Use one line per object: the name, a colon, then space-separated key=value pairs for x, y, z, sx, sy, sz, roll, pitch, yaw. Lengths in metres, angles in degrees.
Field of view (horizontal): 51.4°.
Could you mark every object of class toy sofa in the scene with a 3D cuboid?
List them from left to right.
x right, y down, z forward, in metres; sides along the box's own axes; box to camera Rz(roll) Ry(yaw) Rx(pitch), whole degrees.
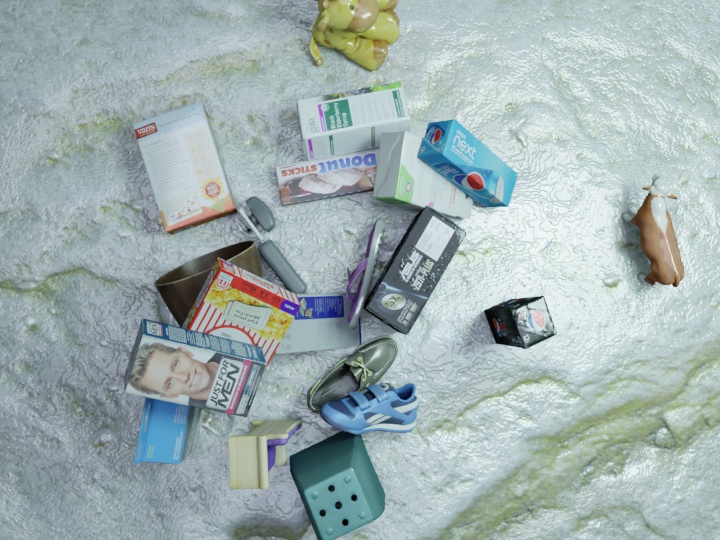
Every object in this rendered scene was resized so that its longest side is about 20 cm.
toy sofa: x=-0.156 y=0.307 z=1.269 sx=0.094 sy=0.200 sz=0.086 roll=-1 pitch=87 yaw=3

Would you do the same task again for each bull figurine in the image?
bull figurine: x=0.531 y=-0.069 z=1.352 sx=0.063 sy=0.121 sz=0.206 roll=-10 pitch=88 yaw=-3

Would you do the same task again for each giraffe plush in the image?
giraffe plush: x=-0.022 y=-0.462 z=1.329 sx=0.194 sy=0.162 sz=0.178 roll=-4 pitch=88 yaw=-3

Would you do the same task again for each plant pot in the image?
plant pot: x=-0.233 y=0.079 z=1.302 sx=0.183 sy=0.187 sz=0.205 roll=-21 pitch=103 yaw=-3
plant pot: x=-0.040 y=0.373 z=1.270 sx=0.138 sy=0.200 sz=0.144 roll=-24 pitch=88 yaw=-2

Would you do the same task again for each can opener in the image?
can opener: x=-0.158 y=-0.042 z=1.359 sx=0.066 sy=0.053 sz=0.202 roll=-34 pitch=89 yaw=-4

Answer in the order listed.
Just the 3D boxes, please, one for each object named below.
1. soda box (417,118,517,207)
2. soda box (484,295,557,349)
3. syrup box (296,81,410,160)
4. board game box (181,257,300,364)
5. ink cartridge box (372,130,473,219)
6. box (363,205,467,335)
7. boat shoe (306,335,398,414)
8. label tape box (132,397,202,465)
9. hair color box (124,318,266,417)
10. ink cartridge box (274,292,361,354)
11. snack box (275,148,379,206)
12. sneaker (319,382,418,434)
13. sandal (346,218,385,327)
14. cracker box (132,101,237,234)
soda box: x=0.192 y=-0.184 z=1.317 sx=0.198 sy=0.063 sz=0.070 roll=29 pitch=74 yaw=-38
soda box: x=0.273 y=0.088 z=1.295 sx=0.062 sy=0.200 sz=0.073 roll=-20 pitch=88 yaw=-5
syrup box: x=-0.013 y=-0.269 z=1.353 sx=0.194 sy=0.082 sz=0.081 roll=-10 pitch=68 yaw=-3
board game box: x=-0.208 y=0.102 z=1.207 sx=0.149 sy=0.046 sz=0.203 roll=25 pitch=103 yaw=-25
ink cartridge box: x=0.120 y=-0.165 z=1.341 sx=0.197 sy=0.066 sz=0.121 roll=12 pitch=85 yaw=-40
box: x=0.090 y=0.002 z=1.311 sx=0.085 sy=0.164 sz=0.203 roll=31 pitch=87 yaw=-1
boat shoe: x=-0.012 y=0.190 z=1.349 sx=0.199 sy=0.060 sz=0.073 roll=-36 pitch=89 yaw=-3
label tape box: x=-0.314 y=0.245 z=1.265 sx=0.061 sy=0.200 sz=0.149 roll=10 pitch=87 yaw=-1
hair color box: x=-0.253 y=0.152 z=1.152 sx=0.195 sy=0.061 sz=0.102 roll=16 pitch=105 yaw=-23
ink cartridge box: x=-0.082 y=0.092 z=1.330 sx=0.196 sy=0.039 sz=0.103 roll=1 pitch=85 yaw=-42
snack box: x=-0.056 y=-0.172 z=1.383 sx=0.194 sy=0.024 sz=0.074 roll=-10 pitch=86 yaw=-2
sneaker: x=0.018 y=0.235 z=1.311 sx=0.195 sy=0.074 sz=0.085 roll=4 pitch=109 yaw=-31
sandal: x=-0.001 y=0.003 z=1.350 sx=0.048 sy=0.083 sz=0.208 roll=17 pitch=72 yaw=0
cracker box: x=-0.316 y=-0.184 z=1.357 sx=0.130 sy=0.058 sz=0.205 roll=-18 pitch=89 yaw=-4
